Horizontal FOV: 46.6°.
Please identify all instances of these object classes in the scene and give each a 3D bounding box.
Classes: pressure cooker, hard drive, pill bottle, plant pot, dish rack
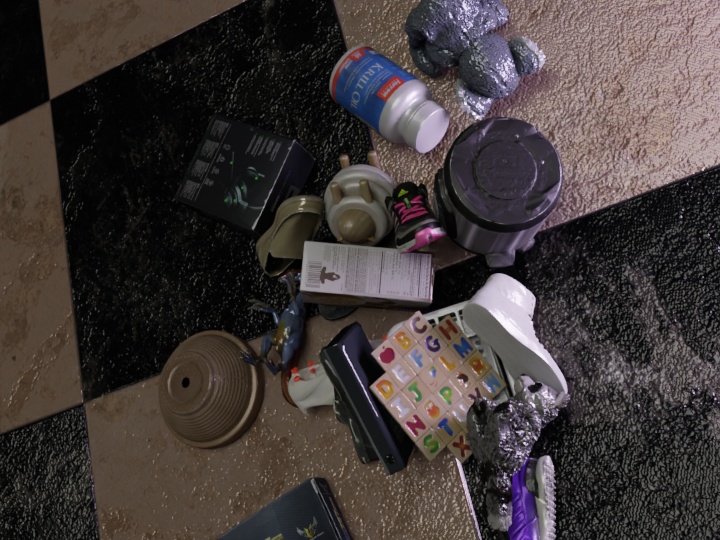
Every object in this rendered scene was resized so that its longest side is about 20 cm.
[{"bbox_3d":[0.200,-0.112,1.245,0.178,0.200,0.176,36,79,8],"label":"pressure cooker"},{"bbox_3d":[0.017,0.181,1.225,0.033,0.140,0.201,-26,93,14],"label":"hard drive"},{"bbox_3d":[0.051,-0.284,1.400,0.200,0.112,0.113,39,92,27],"label":"pill bottle"},{"bbox_3d":[-0.269,0.196,1.410,0.199,0.093,0.203,-6,73,20],"label":"plant pot"},{"bbox_3d":[0.141,0.159,1.262,0.170,0.044,0.202,-18,68,4],"label":"dish rack"}]

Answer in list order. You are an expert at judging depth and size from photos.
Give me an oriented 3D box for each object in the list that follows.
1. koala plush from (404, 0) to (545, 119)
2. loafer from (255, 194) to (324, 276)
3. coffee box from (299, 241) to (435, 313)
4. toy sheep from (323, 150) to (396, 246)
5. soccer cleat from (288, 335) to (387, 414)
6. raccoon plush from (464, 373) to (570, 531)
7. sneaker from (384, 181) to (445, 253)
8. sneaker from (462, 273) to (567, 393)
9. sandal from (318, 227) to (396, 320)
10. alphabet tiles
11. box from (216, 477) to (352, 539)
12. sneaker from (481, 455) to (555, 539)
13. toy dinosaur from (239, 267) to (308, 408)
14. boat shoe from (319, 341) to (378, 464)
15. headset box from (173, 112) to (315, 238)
[{"bbox_3d":[0.182,-0.354,1.345,0.177,0.184,0.201,-35,77,10],"label":"koala plush"},{"bbox_3d":[-0.112,-0.054,1.376,0.200,0.075,0.069,-48,47,51],"label":"loafer"},{"bbox_3d":[0.010,0.012,1.293,0.198,0.114,0.081,5,80,-1],"label":"coffee box"},{"bbox_3d":[0.003,-0.113,1.355,0.137,0.139,0.201,-7,34,21],"label":"toy sheep"},{"bbox_3d":[-0.018,0.166,1.334,0.198,0.078,0.069,-21,24,2],"label":"soccer cleat"},{"bbox_3d":[0.224,0.247,1.161,0.097,0.133,0.202,-176,86,-66],"label":"raccoon plush"},{"bbox_3d":[0.074,-0.084,1.237,0.073,0.200,0.088,-22,102,5],"label":"sneaker"},{"bbox_3d":[0.247,0.093,1.231,0.200,0.116,0.074,49,135,-5],"label":"sneaker"},{"bbox_3d":[0.000,-0.001,1.376,0.200,0.048,0.075,-44,64,5],"label":"sandal"},{"bbox_3d":[0.113,0.164,1.192,0.166,0.006,0.200,-39,86,-22],"label":"alphabet tiles"},{"bbox_3d":[-0.110,0.439,1.296,0.199,0.051,0.158,-33,64,11],"label":"box"},{"bbox_3d":[0.219,0.362,1.172,0.099,0.070,0.202,-4,67,24],"label":"sneaker"},{"bbox_3d":[-0.125,0.090,1.403,0.104,0.201,0.182,5,41,37],"label":"toy dinosaur"},{"bbox_3d":[-0.016,0.204,1.273,0.067,0.072,0.201,-24,102,21],"label":"boat shoe"},{"bbox_3d":[-0.199,-0.160,1.481,0.199,0.093,0.175,20,83,26],"label":"headset box"}]
